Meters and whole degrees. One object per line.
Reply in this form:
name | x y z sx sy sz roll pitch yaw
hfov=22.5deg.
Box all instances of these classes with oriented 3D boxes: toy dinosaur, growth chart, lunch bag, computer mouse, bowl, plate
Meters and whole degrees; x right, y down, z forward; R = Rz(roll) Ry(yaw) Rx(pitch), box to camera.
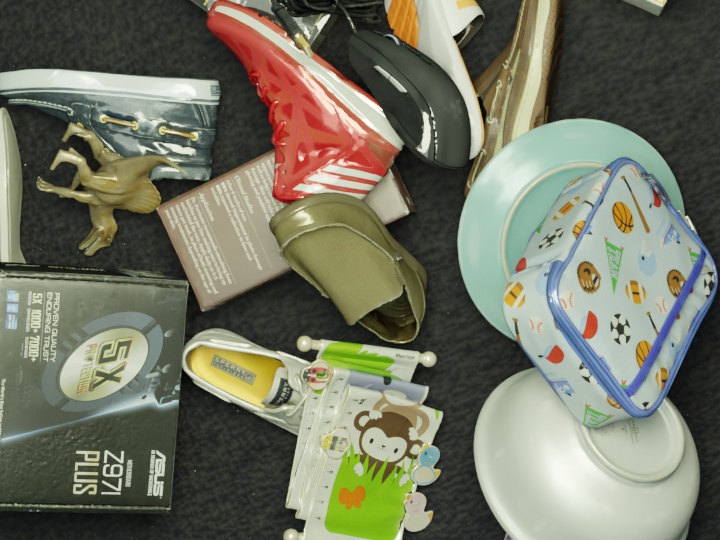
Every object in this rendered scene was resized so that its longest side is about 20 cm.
toy dinosaur | -0.210 -0.081 1.526 0.101 0.200 0.059 29 57 -16
growth chart | 0.005 0.154 1.540 0.143 0.018 0.202 2 104 -18
lunch bag | 0.204 0.017 1.421 0.075 0.200 0.161 -22 113 47
computer mouse | 0.013 -0.167 1.432 0.046 0.140 0.201 -49 58 31
bowl | 0.199 0.145 1.457 0.201 0.201 0.091 39 139 3
plate | 0.180 -0.025 1.505 0.198 0.026 0.202 -3 106 -10

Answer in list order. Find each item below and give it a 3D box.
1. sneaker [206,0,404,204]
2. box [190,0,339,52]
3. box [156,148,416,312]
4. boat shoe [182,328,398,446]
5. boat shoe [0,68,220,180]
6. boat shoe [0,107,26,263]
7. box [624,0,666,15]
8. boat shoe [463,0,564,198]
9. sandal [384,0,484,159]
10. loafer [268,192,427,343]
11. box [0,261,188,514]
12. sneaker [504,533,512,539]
sneaker | -0.065 -0.126 1.471 0.199 0.078 0.116 36 93 9
box | -0.062 -0.294 1.542 0.157 0.050 0.201 34 97 4
box | -0.062 -0.053 1.545 0.198 0.075 0.101 -25 89 9
boat shoe | -0.063 0.104 1.554 0.198 0.070 0.071 24 96 5
boat shoe | -0.221 -0.125 1.561 0.198 0.071 0.092 5 96 7
boat shoe | -0.326 -0.040 1.581 0.060 0.074 0.202 -1 101 2
box | 0.231 -0.328 1.479 0.123 0.097 0.202 23 95 5
boat shoe | 0.123 -0.150 1.516 0.074 0.075 0.205 9 95 12
sandal | 0.076 -0.188 1.514 0.059 0.079 0.208 -10 71 -26
loafer | 0.000 0.000 1.480 0.076 0.200 0.068 -32 53 22
box | -0.240 0.099 1.538 0.162 0.086 0.202 4 94 -20
sneaker | 0.155 0.236 1.526 0.080 0.088 0.202 0 94 6
